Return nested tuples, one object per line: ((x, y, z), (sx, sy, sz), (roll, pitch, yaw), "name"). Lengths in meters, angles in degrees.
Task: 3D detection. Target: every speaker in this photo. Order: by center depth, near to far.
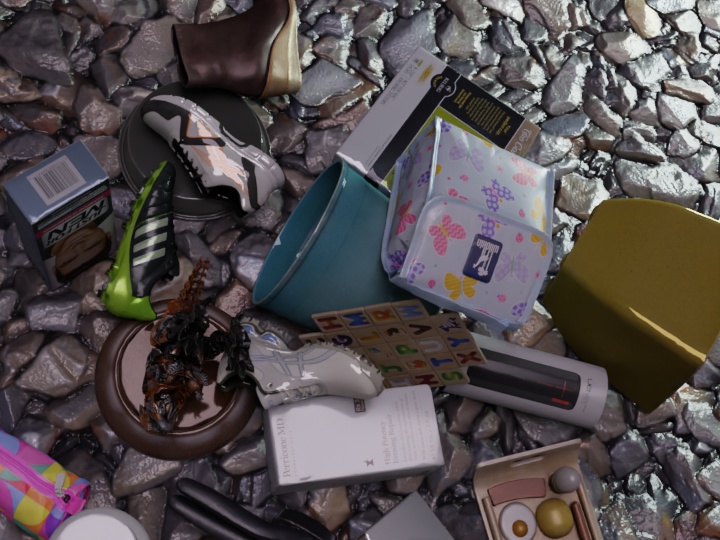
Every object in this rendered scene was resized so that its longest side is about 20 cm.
((0.203, 0.135, 1.282), (0.199, 0.081, 0.082), (16, 67, -5), "speaker")

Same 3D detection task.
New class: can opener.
((-0.128, 0.298, 1.176), (0.199, 0.079, 0.064), (22, 106, 1), "can opener")

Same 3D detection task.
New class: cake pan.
((-0.213, -0.163, 1.337), (0.199, 0.037, 0.202), (4, 69, -10), "cake pan")

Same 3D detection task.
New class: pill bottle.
((-0.267, 0.305, 1.060), (0.111, 0.200, 0.113), (4, 69, -9), "pill bottle")

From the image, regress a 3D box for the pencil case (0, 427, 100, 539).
((-0.389, 0.219, 1.134), (0.199, 0.088, 0.089), (31, 67, 3), "pencil case")

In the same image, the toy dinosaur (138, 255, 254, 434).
((-0.203, 0.082, 1.169), (0.102, 0.135, 0.202), (1, 81, -45), "toy dinosaur")

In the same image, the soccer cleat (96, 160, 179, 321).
((-0.251, -0.034, 1.246), (0.081, 0.067, 0.201), (22, 71, -19), "soccer cleat")

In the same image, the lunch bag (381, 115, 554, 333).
((0.122, -0.044, 1.149), (0.169, 0.127, 0.201), (23, 57, -17), "lunch bag")

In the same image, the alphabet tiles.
((0.037, 0.092, 1.198), (0.199, 0.167, 0.006), (-10, 48, 24), "alphabet tiles")

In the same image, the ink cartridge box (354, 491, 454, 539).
((0.060, 0.379, 1.158), (0.173, 0.044, 0.200), (-31, 78, -38), "ink cartridge box")

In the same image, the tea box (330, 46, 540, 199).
((0.090, -0.139, 1.334), (0.196, 0.134, 0.200), (35, 68, 4), "tea box")

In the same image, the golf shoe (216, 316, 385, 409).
((-0.072, 0.128, 1.181), (0.199, 0.079, 0.098), (12, 52, 22), "golf shoe")

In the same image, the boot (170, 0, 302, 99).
((-0.167, -0.320, 1.364), (0.165, 0.072, 0.201), (0, 65, -27), "boot")

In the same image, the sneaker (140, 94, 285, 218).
((-0.193, -0.142, 1.274), (0.199, 0.074, 0.080), (33, 69, 3), "sneaker")

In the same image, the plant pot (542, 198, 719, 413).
((0.349, 0.024, 1.298), (0.199, 0.196, 0.195), (32, 67, 9), "plant pot")

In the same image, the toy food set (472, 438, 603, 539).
((0.229, 0.314, 1.229), (0.143, 0.060, 0.201), (-11, 71, -15), "toy food set")

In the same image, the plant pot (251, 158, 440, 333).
((0.000, 0.000, 1.244), (0.187, 0.200, 0.201), (31, 66, -15), "plant pot")

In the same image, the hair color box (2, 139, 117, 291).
((-0.339, -0.059, 1.184), (0.099, 0.200, 0.061), (-35, 79, -21), "hair color box")

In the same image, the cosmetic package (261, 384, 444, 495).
((-0.011, 0.200, 1.220), (0.199, 0.074, 0.102), (-6, 70, -14), "cosmetic package")

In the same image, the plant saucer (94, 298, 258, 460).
((-0.216, 0.124, 1.232), (0.199, 0.032, 0.202), (4, 68, -10), "plant saucer")
